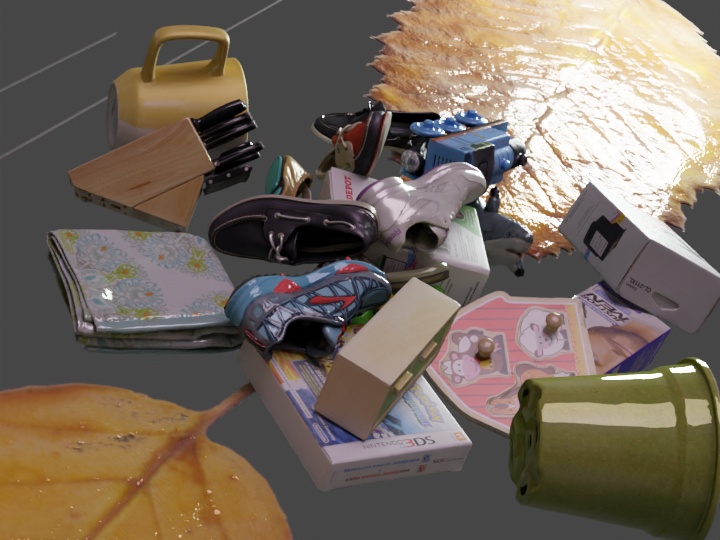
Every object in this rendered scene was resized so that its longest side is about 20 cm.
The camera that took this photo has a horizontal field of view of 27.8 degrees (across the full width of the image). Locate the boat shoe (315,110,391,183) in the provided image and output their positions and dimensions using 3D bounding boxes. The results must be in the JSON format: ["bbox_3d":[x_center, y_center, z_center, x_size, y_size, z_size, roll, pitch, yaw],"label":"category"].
[{"bbox_3d":[-0.009,-0.150,1.824,0.062,0.200,0.072,24,69,-5],"label":"boat shoe"}]

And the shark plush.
[{"bbox_3d":[0.173,-0.070,1.906,0.090,0.084,0.201,11,33,-17],"label":"shark plush"}]

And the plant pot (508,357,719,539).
[{"bbox_3d":[0.255,0.185,1.513,0.182,0.202,0.201,4,35,-7],"label":"plant pot"}]

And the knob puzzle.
[{"bbox_3d":[0.168,0.100,1.642,0.217,0.031,0.221,3,53,-4],"label":"knob puzzle"}]

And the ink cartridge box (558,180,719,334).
[{"bbox_3d":[0.366,-0.018,1.891,0.145,0.083,0.200,26,15,-25],"label":"ink cartridge box"}]

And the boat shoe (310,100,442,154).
[{"bbox_3d":[0.029,-0.204,2.027,0.198,0.066,0.075,8,35,-23],"label":"boat shoe"}]

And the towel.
[{"bbox_3d":[-0.226,0.018,1.555,0.198,0.048,0.172,2,38,-31],"label":"towel"}]

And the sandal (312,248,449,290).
[{"bbox_3d":[0.001,0.000,1.662,0.199,0.058,0.080,-8,4,-5],"label":"sandal"}]

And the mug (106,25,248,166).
[{"bbox_3d":[-0.227,-0.204,1.773,0.152,0.189,0.149,0,10,-19],"label":"mug"}]

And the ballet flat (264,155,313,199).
[{"bbox_3d":[-0.090,-0.078,1.770,0.063,0.069,0.201,32,31,-13],"label":"ballet flat"}]

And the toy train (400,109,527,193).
[{"bbox_3d":[0.136,-0.148,1.878,0.114,0.087,0.199,25,26,30],"label":"toy train"}]

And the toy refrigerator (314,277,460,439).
[{"bbox_3d":[0.033,0.089,1.507,0.070,0.076,0.200,30,31,11],"label":"toy refrigerator"}]

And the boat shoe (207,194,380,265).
[{"bbox_3d":[-0.079,-0.040,1.624,0.198,0.073,0.063,-3,30,9],"label":"boat shoe"}]

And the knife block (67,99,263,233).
[{"bbox_3d":[-0.217,-0.139,1.678,0.198,0.177,0.064,19,-12,-6],"label":"knife block"}]

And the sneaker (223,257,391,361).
[{"bbox_3d":[-0.043,0.053,1.532,0.199,0.080,0.096,-12,54,-33],"label":"sneaker"}]

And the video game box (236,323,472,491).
[{"bbox_3d":[-0.007,0.137,1.524,0.181,0.047,0.200,-1,39,-37],"label":"video game box"}]

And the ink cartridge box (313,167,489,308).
[{"bbox_3d":[0.044,-0.032,1.767,0.198,0.084,0.145,15,33,-14],"label":"ink cartridge box"}]

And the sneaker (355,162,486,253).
[{"bbox_3d":[0.082,-0.067,1.713,0.199,0.075,0.100,-18,64,-40],"label":"sneaker"}]

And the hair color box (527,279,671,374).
[{"bbox_3d":[0.280,0.089,1.764,0.109,0.065,0.199,38,36,21],"label":"hair color box"}]

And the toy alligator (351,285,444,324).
[{"bbox_3d":[0.015,0.057,1.655,0.199,0.059,0.055,-10,89,-32],"label":"toy alligator"}]
